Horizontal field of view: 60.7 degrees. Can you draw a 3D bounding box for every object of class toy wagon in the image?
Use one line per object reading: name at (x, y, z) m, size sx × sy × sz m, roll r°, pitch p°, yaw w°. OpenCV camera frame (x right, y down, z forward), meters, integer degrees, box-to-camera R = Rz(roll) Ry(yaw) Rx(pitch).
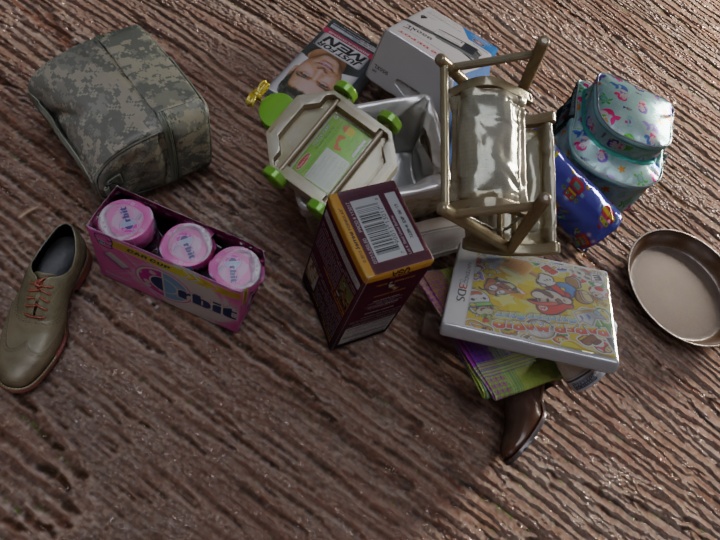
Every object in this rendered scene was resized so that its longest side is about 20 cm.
toy wagon at (-0.052, -0.160, 0.752) m, size 0.200 × 0.040 × 0.155 m, roll 36°, pitch 79°, yaw 8°

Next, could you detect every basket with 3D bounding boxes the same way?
basket at (0.008, -0.136, 0.830) m, size 0.199 × 0.123 × 0.136 m, roll -10°, pitch 76°, yaw -4°

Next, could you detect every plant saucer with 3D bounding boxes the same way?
plant saucer at (0.496, 0.029, 0.950) m, size 0.199 × 0.032 × 0.201 m, roll 6°, pitch 62°, yaw -11°

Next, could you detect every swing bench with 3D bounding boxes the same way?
swing bench at (0.174, -0.136, 0.757) m, size 0.129 × 0.200 × 0.200 m, roll -3°, pitch 75°, yaw 19°

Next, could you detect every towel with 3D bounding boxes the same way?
towel at (0.165, 0.068, 0.793) m, size 0.143 × 0.023 × 0.201 m, roll -9°, pitch 56°, yaw -33°

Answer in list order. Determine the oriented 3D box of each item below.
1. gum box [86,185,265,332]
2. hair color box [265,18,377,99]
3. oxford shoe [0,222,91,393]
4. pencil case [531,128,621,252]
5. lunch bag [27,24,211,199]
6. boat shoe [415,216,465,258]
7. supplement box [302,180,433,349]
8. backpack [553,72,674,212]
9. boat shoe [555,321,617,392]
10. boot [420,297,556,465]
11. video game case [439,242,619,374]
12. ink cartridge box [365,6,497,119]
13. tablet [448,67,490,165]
gum box at (-0.213, -0.008, 0.740) m, size 0.199 × 0.114 × 0.066 m, roll 24°, pitch 59°, yaw -1°
hair color box at (-0.056, -0.300, 0.968) m, size 0.099 × 0.061 × 0.200 m, roll 31°, pitch 60°, yaw 3°
oxford shoe at (-0.367, 0.036, 0.699) m, size 0.070 × 0.075 × 0.201 m, roll 10°, pitch 61°, yaw -10°
pencil case at (0.301, -0.121, 0.929) m, size 0.200 × 0.087 × 0.078 m, roll 43°, pitch 84°, yaw -10°
lunch bag at (-0.314, -0.201, 0.804) m, size 0.167 × 0.140 × 0.200 m, roll -31°, pitch 73°, yaw -27°
boat shoe at (0.162, -0.046, 0.888) m, size 0.199 × 0.072 × 0.069 m, roll -8°, pitch 86°, yaw -25°
supplement box at (0.000, 0.000, 0.740) m, size 0.085 × 0.200 × 0.111 m, roll -15°, pitch 67°, yaw -22°
backpack at (0.401, -0.202, 0.989) m, size 0.177 × 0.151 × 0.201 m, roll 23°, pitch 64°, yaw -3°
boat shoe at (0.275, 0.077, 0.803) m, size 0.086 × 0.075 × 0.202 m, roll 50°, pitch 32°, yaw 1°
boot at (0.146, 0.123, 0.790) m, size 0.200 × 0.064 × 0.187 m, roll 35°, pitch 47°, yaw 2°
video game case at (0.208, 0.037, 0.759) m, size 0.199 × 0.023 × 0.182 m, roll 12°, pitch 37°, yaw 9°
ink cartridge box at (0.118, -0.333, 0.982) m, size 0.144 × 0.084 × 0.200 m, roll 33°, pitch 40°, yaw 5°
tablet at (0.151, -0.227, 0.890) m, size 0.014 × 0.131 × 0.200 m, roll 14°, pitch 28°, yaw 22°
